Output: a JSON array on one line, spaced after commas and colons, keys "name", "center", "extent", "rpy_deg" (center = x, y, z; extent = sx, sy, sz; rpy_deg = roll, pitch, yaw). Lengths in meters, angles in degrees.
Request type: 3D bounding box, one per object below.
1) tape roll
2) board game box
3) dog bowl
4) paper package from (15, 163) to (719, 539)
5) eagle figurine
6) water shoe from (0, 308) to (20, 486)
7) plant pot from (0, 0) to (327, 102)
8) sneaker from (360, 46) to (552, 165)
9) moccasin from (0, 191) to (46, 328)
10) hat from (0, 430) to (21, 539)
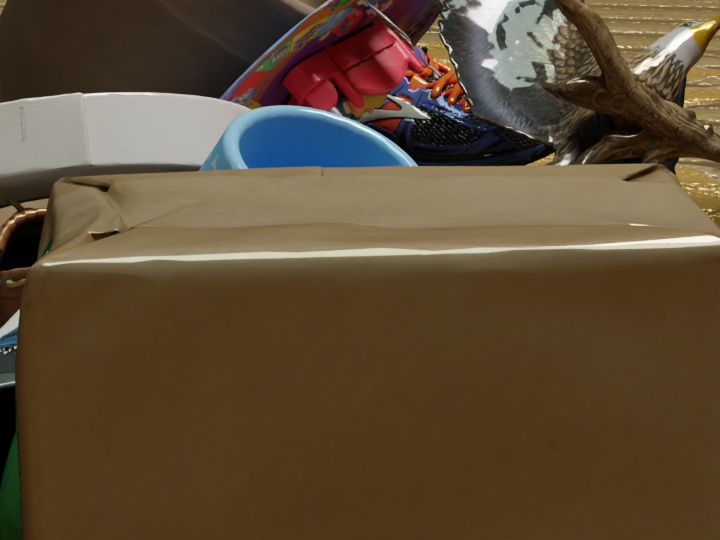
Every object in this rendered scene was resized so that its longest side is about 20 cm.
[{"name": "tape roll", "center": [-0.140, -0.042, 1.363], "extent": [0.202, 0.037, 0.203], "rpy_deg": [-6, -10, -1]}, {"name": "board game box", "center": [-0.014, -0.085, 1.488], "extent": [0.039, 0.158, 0.200], "rpy_deg": [49, 4, 12]}, {"name": "dog bowl", "center": [0.000, 0.000, 1.194], "extent": [0.111, 0.050, 0.200], "rpy_deg": [-3, 39, -34]}, {"name": "paper package", "center": [0.007, 0.079, 0.758], "extent": [0.190, 0.200, 0.103], "rpy_deg": [-2, 14, -4]}, {"name": "eagle figurine", "center": [0.129, -0.089, 1.488], "extent": [0.151, 0.152, 0.200], "rpy_deg": [-9, 12, -12]}, {"name": "water shoe", "center": [-0.118, 0.055, 1.110], "extent": [0.079, 0.072, 0.200], "rpy_deg": [18, 33, 42]}, {"name": "plant pot", "center": [-0.117, -0.136, 1.556], "extent": [0.200, 0.175, 0.200], "rpy_deg": [37, 20, -16]}, {"name": "sneaker", "center": [0.026, -0.096, 1.617], "extent": [0.200, 0.079, 0.075], "rpy_deg": [8, 16, 26]}, {"name": "moccasin", "center": [-0.139, 0.001, 1.271], "extent": [0.074, 0.078, 0.201], "rpy_deg": [-7, 11, -17]}, {"name": "hat", "center": [-0.100, 0.108, 0.977], "extent": [0.166, 0.176, 0.200], "rpy_deg": [29, -14, 38]}]
